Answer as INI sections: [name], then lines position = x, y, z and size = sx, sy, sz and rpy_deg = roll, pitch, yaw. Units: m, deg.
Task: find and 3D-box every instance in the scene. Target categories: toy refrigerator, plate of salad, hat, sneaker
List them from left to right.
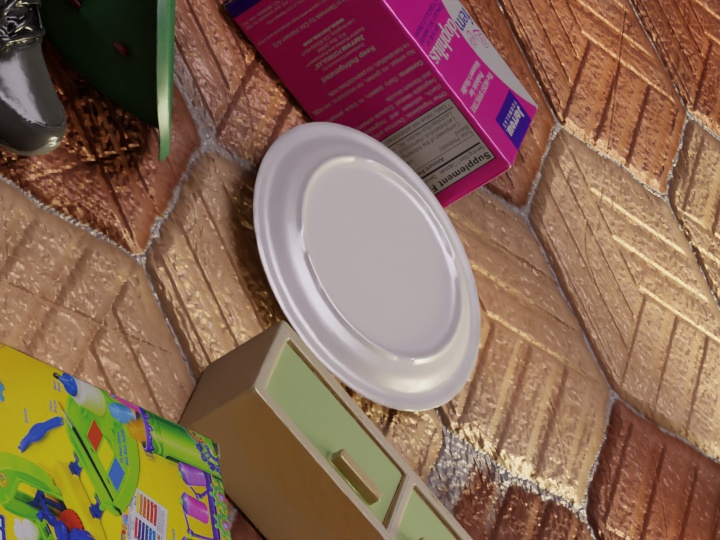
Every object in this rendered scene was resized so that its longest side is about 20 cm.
[sneaker]
position = -0.217, -0.159, 1.671
size = 0.201, 0.079, 0.075
rpy_deg = 60, 28, -1
[hat]
position = -0.197, -0.167, 1.761
size = 0.166, 0.175, 0.201
rpy_deg = 105, -14, -77
[toy refrigerator]
position = -0.012, 0.132, 1.726
size = 0.200, 0.070, 0.076
rpy_deg = 51, 29, -16
[plate of salad]
position = 0.000, 0.000, 1.895
size = 0.200, 0.048, 0.201
rpy_deg = 26, 49, -35

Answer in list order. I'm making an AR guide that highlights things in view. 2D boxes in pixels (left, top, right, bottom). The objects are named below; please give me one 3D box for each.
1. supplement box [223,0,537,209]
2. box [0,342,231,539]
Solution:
[supplement box]
position = 0.016, -0.142, 2.001
size = 0.200, 0.103, 0.101
rpy_deg = 52, 28, -15
[box]
position = -0.163, 0.160, 1.404
size = 0.192, 0.122, 0.201
rpy_deg = 29, 41, -43
